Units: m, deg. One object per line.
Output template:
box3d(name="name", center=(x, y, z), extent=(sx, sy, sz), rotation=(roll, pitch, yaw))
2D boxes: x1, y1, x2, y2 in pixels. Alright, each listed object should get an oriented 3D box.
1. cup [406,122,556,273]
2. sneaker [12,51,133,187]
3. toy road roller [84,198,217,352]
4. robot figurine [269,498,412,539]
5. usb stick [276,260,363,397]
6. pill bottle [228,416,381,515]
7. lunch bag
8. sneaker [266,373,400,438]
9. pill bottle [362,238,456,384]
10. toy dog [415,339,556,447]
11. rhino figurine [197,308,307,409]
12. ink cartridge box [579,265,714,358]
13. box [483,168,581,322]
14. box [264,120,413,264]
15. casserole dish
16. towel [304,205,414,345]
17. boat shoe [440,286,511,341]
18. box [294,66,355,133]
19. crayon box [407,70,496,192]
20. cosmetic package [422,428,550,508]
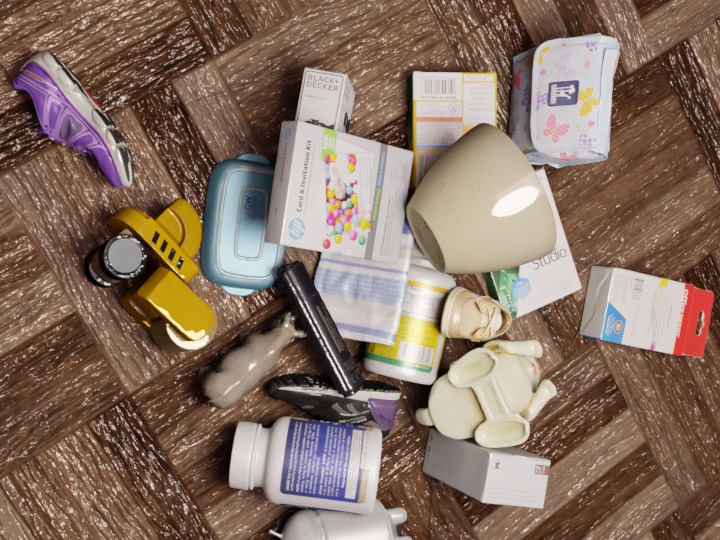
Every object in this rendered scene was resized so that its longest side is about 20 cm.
box3d(name="cup", center=(0.147, -0.075, 1.298), extent=(0.143, 0.200, 0.201), rotation=(-29, 101, -12))
box3d(name="sneaker", center=(-0.370, -0.185, 1.261), extent=(0.083, 0.081, 0.200), rotation=(-38, 97, 2))
box3d(name="toy road roller", center=(-0.252, -0.002, 1.276), extent=(0.200, 0.123, 0.146), rotation=(48, 66, -14))
box3d(name="robot figurine", center=(-0.028, 0.386, 1.368), extent=(0.198, 0.113, 0.171), rotation=(-5, 66, -19))
box3d(name="usb stick", center=(-0.054, 0.078, 1.331), extent=(0.032, 0.055, 0.201), rotation=(-27, 93, 23))
box3d(name="pill bottle", center=(-0.075, 0.264, 1.329), extent=(0.198, 0.120, 0.121), rotation=(8, 89, -1))
box3d(name="lunch bag", center=(0.299, -0.246, 1.420), extent=(0.126, 0.200, 0.171), rotation=(5, 91, -20))
box3d(name="sneaker", center=(-0.039, 0.201, 1.382), extent=(0.198, 0.076, 0.088), rotation=(9, 95, -20))
box3d(name="pill bottle", center=(0.075, 0.054, 1.395), extent=(0.112, 0.113, 0.202), rotation=(13, 88, -19))
box3d(name="toy dog", center=(0.193, 0.176, 1.408), extent=(0.140, 0.193, 0.200), rotation=(57, 31, 6))
box3d(name="rhino figurine", center=(-0.144, 0.115, 1.331), extent=(0.200, 0.087, 0.060), rotation=(-42, 105, -15))
box3d(name="ink cartridge box", center=(0.461, 0.068, 1.558), extent=(0.198, 0.067, 0.117), rotation=(12, 88, -20))
box3d(name="box", center=(0.248, -0.039, 1.495), extent=(0.143, 0.036, 0.202), rotation=(-23, 97, -18))
box3d(name="box", center=(-0.024, -0.099, 1.267), extent=(0.199, 0.041, 0.157), rotation=(10, 89, -39))
box3d(name="casserole dish", center=(-0.156, -0.064, 1.349), extent=(0.120, 0.039, 0.202), rotation=(7, 88, -20))
box3d(name="towel", center=(0.000, 0.000, 1.366), extent=(0.024, 0.146, 0.202), rotation=(18, 82, -63))
box3d(name="boat shoe", center=(0.170, 0.066, 1.390), extent=(0.069, 0.200, 0.074), rotation=(13, 95, 23))
box3d(name="box", center=(-0.058, -0.165, 1.333), extent=(0.060, 0.117, 0.202), rotation=(10, 87, 6))
box3d(name="crayon box", center=(0.135, -0.188, 1.428), extent=(0.124, 0.052, 0.202), rotation=(0, 91, -6))
box3d(name="cosmetic package", center=(0.176, 0.282, 1.392), extent=(0.101, 0.200, 0.075), rotation=(11, 88, -19))
